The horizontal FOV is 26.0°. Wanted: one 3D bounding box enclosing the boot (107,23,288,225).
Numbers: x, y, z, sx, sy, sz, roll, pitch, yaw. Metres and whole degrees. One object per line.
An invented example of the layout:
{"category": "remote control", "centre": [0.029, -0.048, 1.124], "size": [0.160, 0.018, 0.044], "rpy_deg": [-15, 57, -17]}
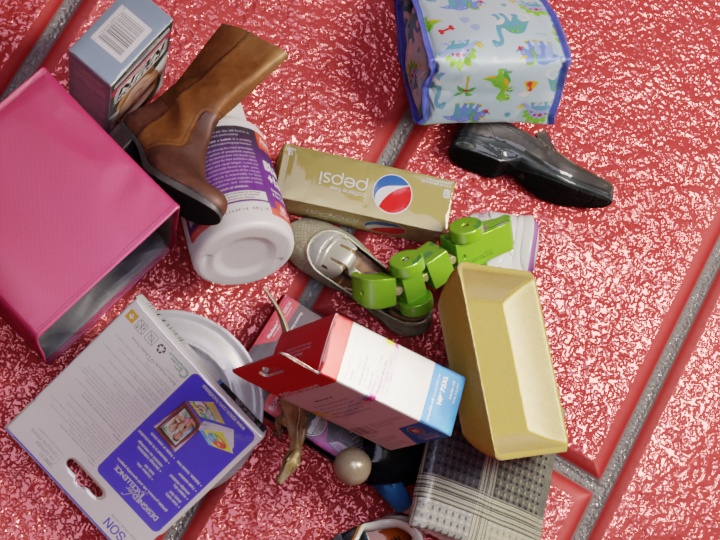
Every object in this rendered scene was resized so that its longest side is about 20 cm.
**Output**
{"category": "boot", "centre": [-0.146, -0.154, 1.618], "size": [0.200, 0.069, 0.188], "rpy_deg": [-45, 45, -13]}

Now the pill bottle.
{"category": "pill bottle", "centre": [-0.146, -0.094, 1.679], "size": [0.111, 0.112, 0.201], "rpy_deg": [-10, 58, -13]}

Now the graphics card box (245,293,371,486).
{"category": "graphics card box", "centre": [-0.036, 0.131, 1.706], "size": [0.200, 0.051, 0.126], "rpy_deg": [34, 75, -3]}

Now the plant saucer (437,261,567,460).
{"category": "plant saucer", "centre": [0.143, 0.098, 1.625], "size": [0.048, 0.200, 0.201], "rpy_deg": [-15, 80, 27]}

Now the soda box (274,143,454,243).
{"category": "soda box", "centre": [0.000, -0.084, 1.749], "size": [0.199, 0.068, 0.064], "rpy_deg": [12, 77, -8]}

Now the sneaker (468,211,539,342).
{"category": "sneaker", "centre": [0.140, 0.028, 1.761], "size": [0.099, 0.075, 0.201], "rpy_deg": [12, 72, 6]}

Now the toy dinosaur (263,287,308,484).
{"category": "toy dinosaur", "centre": [-0.070, 0.121, 1.623], "size": [0.058, 0.101, 0.201], "rpy_deg": [-3, 82, -9]}

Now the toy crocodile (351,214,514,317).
{"category": "toy crocodile", "centre": [0.082, -0.009, 1.696], "size": [0.199, 0.062, 0.068], "rpy_deg": [-27, 123, -20]}

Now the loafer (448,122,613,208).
{"category": "loafer", "centre": [0.205, -0.132, 1.799], "size": [0.199, 0.073, 0.073], "rpy_deg": [23, 70, -7]}

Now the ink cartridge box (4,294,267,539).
{"category": "ink cartridge box", "centre": [-0.233, 0.164, 1.622], "size": [0.200, 0.043, 0.198], "rpy_deg": [-43, 88, 7]}

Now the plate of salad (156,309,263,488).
{"category": "plate of salad", "centre": [-0.199, 0.141, 1.661], "size": [0.199, 0.048, 0.201], "rpy_deg": [1, 94, 7]}

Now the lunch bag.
{"category": "lunch bag", "centre": [0.132, -0.263, 1.786], "size": [0.169, 0.128, 0.201], "rpy_deg": [-1, 49, -12]}

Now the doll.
{"category": "doll", "centre": [0.055, 0.196, 1.662], "size": [0.199, 0.048, 0.137], "rpy_deg": [-7, 98, -41]}

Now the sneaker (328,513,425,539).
{"category": "sneaker", "centre": [-0.020, 0.319, 1.656], "size": [0.200, 0.079, 0.079], "rpy_deg": [-32, 87, -14]}

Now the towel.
{"category": "towel", "centre": [0.138, 0.211, 1.691], "size": [0.200, 0.034, 0.193], "rpy_deg": [27, 69, -38]}

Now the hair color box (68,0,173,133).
{"category": "hair color box", "centre": [-0.257, -0.215, 1.657], "size": [0.061, 0.200, 0.099], "rpy_deg": [40, 74, 0]}

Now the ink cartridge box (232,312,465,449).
{"category": "ink cartridge box", "centre": [-0.012, 0.104, 1.537], "size": [0.200, 0.116, 0.067], "rpy_deg": [28, 65, -24]}

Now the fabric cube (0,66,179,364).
{"category": "fabric cube", "centre": [-0.326, -0.049, 1.610], "size": [0.199, 0.200, 0.196], "rpy_deg": [44, 76, 2]}

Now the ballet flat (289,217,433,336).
{"category": "ballet flat", "centre": [0.000, 0.000, 1.734], "size": [0.200, 0.062, 0.068], "rpy_deg": [33, 74, -2]}
